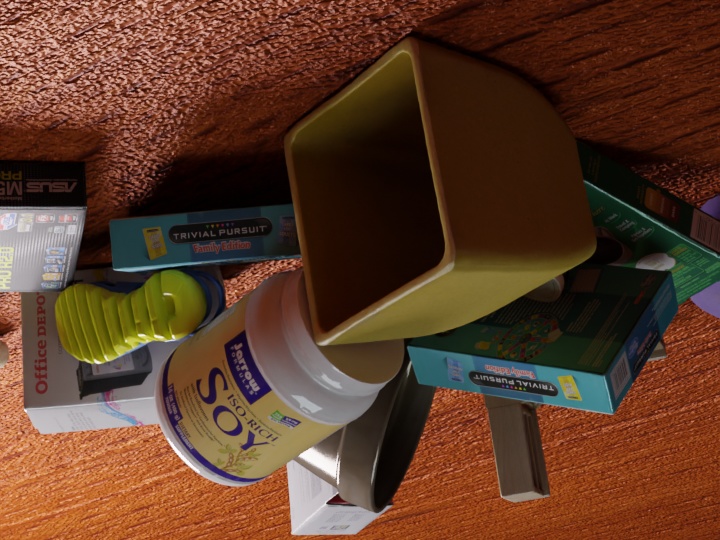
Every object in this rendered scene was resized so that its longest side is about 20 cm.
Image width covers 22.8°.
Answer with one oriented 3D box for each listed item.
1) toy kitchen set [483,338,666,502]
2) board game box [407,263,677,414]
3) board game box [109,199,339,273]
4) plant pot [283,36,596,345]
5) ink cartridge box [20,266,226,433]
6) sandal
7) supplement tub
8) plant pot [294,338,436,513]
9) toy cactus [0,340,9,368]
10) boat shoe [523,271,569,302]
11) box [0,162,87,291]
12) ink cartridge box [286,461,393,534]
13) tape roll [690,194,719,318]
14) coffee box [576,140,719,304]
[{"bbox_3d":[0.254,0.155,2.005,0.199,0.182,0.163,-12,166,14],"label":"toy kitchen set"},{"bbox_3d":[0.167,0.053,1.624,0.199,0.151,0.047,7,129,34],"label":"board game box"},{"bbox_3d":[-0.116,-0.030,1.606,0.199,0.047,0.151,-5,179,-1],"label":"board game box"},{"bbox_3d":[0.080,-0.053,1.480,0.199,0.195,0.195,5,156,-36],"label":"plant pot"},{"bbox_3d":[-0.231,0.075,1.767,0.199,0.148,0.086,-5,158,-2],"label":"ink cartridge box"},{"bbox_3d":[-0.203,0.040,1.673,0.199,0.080,0.087,-6,-176,35],"label":"sandal"},{"bbox_3d":[-0.072,0.089,1.573,0.145,0.146,0.200,15,141,-40],"label":"supplement tub"},{"bbox_3d":[-0.030,0.115,1.739,0.173,0.201,0.200,18,161,12],"label":"plant pot"},{"bbox_3d":[-0.432,0.089,1.854,0.199,0.103,0.165,-30,158,30],"label":"toy cactus"},{"bbox_3d":[0.105,-0.042,1.624,0.199,0.066,0.075,22,148,20],"label":"boat shoe"},{"bbox_3d":[-0.334,-0.036,1.610,0.159,0.045,0.200,-1,158,-14],"label":"box"},{"bbox_3d":[-0.022,0.177,1.991,0.083,0.201,0.176,2,158,-19],"label":"ink cartridge box"},{"bbox_3d":[0.423,-0.006,1.734,0.199,0.085,0.200,9,162,3],"label":"tape roll"},{"bbox_3d":[0.242,-0.039,1.651,0.199,0.044,0.123,26,148,-17],"label":"coffee box"}]
